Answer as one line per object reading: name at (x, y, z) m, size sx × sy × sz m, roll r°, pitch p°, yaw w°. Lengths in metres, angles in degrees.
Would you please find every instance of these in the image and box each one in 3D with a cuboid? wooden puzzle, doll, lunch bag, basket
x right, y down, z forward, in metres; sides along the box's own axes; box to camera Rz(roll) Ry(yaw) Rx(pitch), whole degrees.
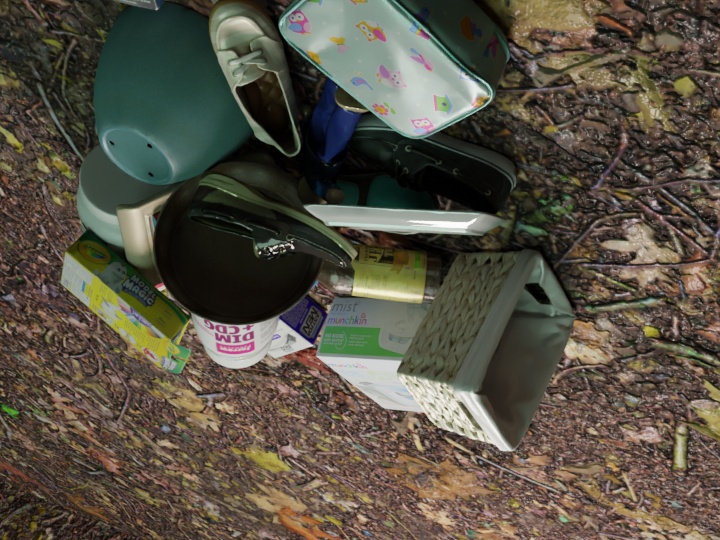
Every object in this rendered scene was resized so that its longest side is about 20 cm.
wooden puzzle at (-0.197, -0.057, 1.398) m, size 0.037 × 0.198 × 0.186 m, roll 59°, pitch 162°, yaw 25°
doll at (-0.036, -0.132, 1.210) m, size 0.048 × 0.138 × 0.201 m, roll -7°, pitch 151°, yaw -21°
lunch bag at (0.028, -0.219, 1.049) m, size 0.199 × 0.078 × 0.160 m, roll 39°, pitch 150°, yaw -20°
basket at (0.147, 0.088, 1.316) m, size 0.122 × 0.201 × 0.136 m, roll 6°, pitch 145°, yaw 40°

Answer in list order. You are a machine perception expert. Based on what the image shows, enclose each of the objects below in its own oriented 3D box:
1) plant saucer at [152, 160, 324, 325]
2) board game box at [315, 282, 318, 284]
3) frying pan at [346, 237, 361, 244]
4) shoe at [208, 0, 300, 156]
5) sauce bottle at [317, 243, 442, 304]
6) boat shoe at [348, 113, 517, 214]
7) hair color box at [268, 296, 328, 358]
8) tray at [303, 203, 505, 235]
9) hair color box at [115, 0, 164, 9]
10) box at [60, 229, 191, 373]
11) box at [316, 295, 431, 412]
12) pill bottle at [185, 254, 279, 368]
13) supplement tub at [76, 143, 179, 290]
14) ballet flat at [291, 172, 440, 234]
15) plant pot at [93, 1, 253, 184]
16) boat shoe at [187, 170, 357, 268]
plant saucer at (-0.137, -0.029, 1.288) m, size 0.198 × 0.202 × 0.035 m, roll 23°, pitch 160°, yaw 5°
board game box at (-0.107, -0.034, 1.428) m, size 0.156 × 0.039 × 0.200 m, roll 18°, pitch 146°, yaw -25°
frying pan at (-0.052, -0.016, 1.484) m, size 0.188 × 0.031 × 0.115 m, roll 20°, pitch 148°, yaw 6°
shoe at (-0.103, -0.200, 1.176) m, size 0.069 × 0.054 × 0.201 m, roll -24°, pitch 139°, yaw -1°
sauce bottle at (0.000, 0.000, 1.371) m, size 0.197 × 0.065 × 0.065 m, roll 6°, pitch 150°, yaw -4°
boat shoe at (0.068, -0.113, 1.201) m, size 0.198 × 0.057 × 0.069 m, roll 18°, pitch 150°, yaw 15°
hair color box at (-0.156, 0.038, 1.613) m, size 0.200 × 0.065 × 0.109 m, roll 41°, pitch 147°, yaw -21°
tray at (0.047, -0.053, 1.192) m, size 0.197 × 0.023 × 0.107 m, roll 4°, pitch -179°, yaw 19°
hair color box at (-0.245, -0.352, 1.074) m, size 0.099 × 0.061 × 0.201 m, roll 16°, pitch 148°, yaw 17°
box at (-0.293, 0.046, 1.440) m, size 0.200 × 0.048 × 0.117 m, roll 42°, pitch 153°, yaw 1°
box at (0.075, 0.112, 1.490) m, size 0.198 × 0.098 × 0.176 m, roll 1°, pitch 152°, yaw 37°
pill bottle at (-0.156, 0.036, 1.394) m, size 0.112 × 0.114 × 0.201 m, roll 21°, pitch 151°, yaw 9°
supplement tub at (-0.298, -0.069, 1.479) m, size 0.139 × 0.141 × 0.201 m, roll 23°, pitch 150°, yaw 5°
ballet flat at (0.013, -0.080, 1.311) m, size 0.198 × 0.068 × 0.064 m, roll 10°, pitch 174°, yaw 28°
plant pot at (-0.218, -0.177, 1.252) m, size 0.198 × 0.136 × 0.201 m, roll 20°, pitch 149°, yaw 12°
boat shoe at (-0.099, -0.042, 1.246) m, size 0.198 × 0.065 × 0.073 m, roll 25°, pitch 168°, yaw 14°
